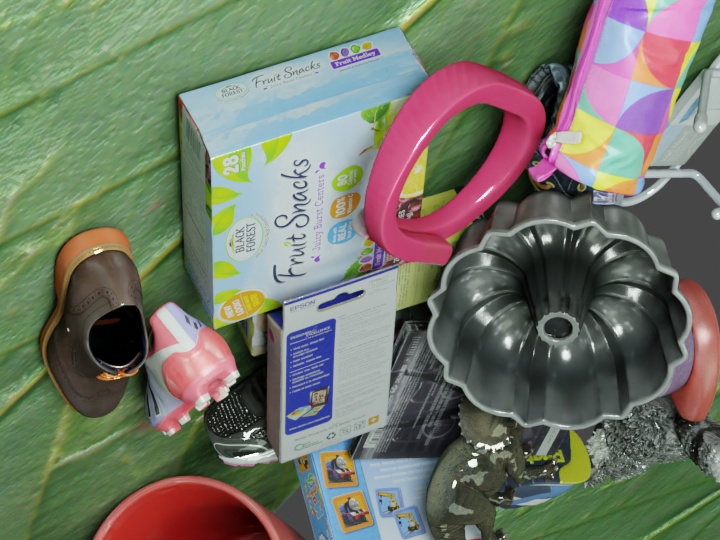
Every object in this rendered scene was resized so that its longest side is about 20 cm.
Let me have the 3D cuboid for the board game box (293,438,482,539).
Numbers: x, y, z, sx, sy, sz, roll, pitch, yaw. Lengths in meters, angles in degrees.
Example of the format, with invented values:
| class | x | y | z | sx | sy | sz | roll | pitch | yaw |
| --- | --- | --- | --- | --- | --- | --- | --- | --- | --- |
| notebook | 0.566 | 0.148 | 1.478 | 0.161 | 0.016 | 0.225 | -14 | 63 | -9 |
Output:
| class | x | y | z | sx | sy | sz | roll | pitch | yaw |
| --- | --- | --- | --- | --- | --- | --- | --- | --- | --- |
| board game box | 0.025 | 0.187 | 1.679 | 0.150 | 0.202 | 0.037 | -6 | 161 | -31 |

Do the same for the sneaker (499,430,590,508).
| class | x | y | z | sx | sy | sz | roll | pitch | yaw |
| --- | --- | --- | --- | --- | --- | --- | --- | --- | --- |
| sneaker | 0.121 | 0.191 | 1.875 | 0.198 | 0.075 | 0.082 | 7 | 151 | -31 |

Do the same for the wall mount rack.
| class | x | y | z | sx | sy | sz | roll | pitch | yaw |
| --- | --- | --- | --- | --- | --- | --- | --- | --- | --- |
| wall mount rack | 0.261 | -0.097 | 1.555 | 0.173 | 0.075 | 0.201 | -6 | 142 | -45 |

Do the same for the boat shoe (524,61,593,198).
| class | x | y | z | sx | sy | sz | roll | pitch | yaw |
| --- | --- | --- | --- | --- | --- | --- | --- | --- | --- |
| boat shoe | 0.147 | -0.084 | 1.514 | 0.090 | 0.071 | 0.201 | -6 | 136 | -28 |

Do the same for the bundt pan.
| class | x | y | z | sx | sy | sz | roll | pitch | yaw |
| --- | --- | --- | --- | --- | --- | --- | --- | --- | --- |
| bundt pan | 0.151 | 0.021 | 1.504 | 0.199 | 0.076 | 0.203 | 4 | 128 | 5 |

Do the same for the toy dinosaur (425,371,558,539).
| class | x | y | z | sx | sy | sz | roll | pitch | yaw |
| --- | --- | --- | --- | --- | --- | --- | --- | --- | --- |
| toy dinosaur | 0.094 | 0.171 | 1.630 | 0.102 | 0.077 | 0.201 | 24 | 107 | -28 |

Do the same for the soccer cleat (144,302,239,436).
| class | x | y | z | sx | sy | sz | roll | pitch | yaw |
| --- | --- | --- | --- | --- | --- | --- | --- | --- | --- |
| soccer cleat | -0.139 | 0.074 | 1.513 | 0.066 | 0.077 | 0.200 | -35 | 178 | -16 |

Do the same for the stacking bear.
| class | x | y | z | sx | sy | sz | roll | pitch | yaw |
| --- | --- | --- | --- | --- | --- | --- | --- | --- | --- |
| stacking bear | 0.204 | 0.071 | 1.742 | 0.198 | 0.122 | 0.114 | -6 | 141 | -18 |

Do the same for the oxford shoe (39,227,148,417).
| class | x | y | z | sx | sy | sz | roll | pitch | yaw |
| --- | --- | --- | --- | --- | --- | --- | --- | --- | --- |
| oxford shoe | -0.191 | 0.058 | 1.452 | 0.071 | 0.073 | 0.201 | -16 | 146 | -18 |

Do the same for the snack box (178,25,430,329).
| class | x | y | z | sx | sy | sz | roll | pitch | yaw |
| --- | --- | --- | --- | --- | --- | --- | --- | --- | --- |
| snack box | -0.040 | -0.062 | 1.399 | 0.167 | 0.068 | 0.201 | -18 | 146 | -17 |

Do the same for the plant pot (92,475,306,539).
| class | x | y | z | sx | sy | sz | roll | pitch | yaw |
| --- | --- | --- | --- | --- | --- | --- | --- | --- | --- |
| plant pot | -0.119 | 0.288 | 1.741 | 0.200 | 0.202 | 0.177 | -34 | 157 | 12 |

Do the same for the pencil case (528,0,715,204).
| class | x | y | z | sx | sy | sz | roll | pitch | yaw |
| --- | --- | --- | --- | --- | --- | --- | --- | --- | --- |
| pencil case | 0.188 | -0.147 | 1.382 | 0.088 | 0.088 | 0.202 | 2 | 117 | -38 |

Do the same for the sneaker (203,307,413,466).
| class | x | y | z | sx | sy | sz | roll | pitch | yaw |
| --- | --- | --- | --- | --- | --- | --- | --- | --- | --- |
| sneaker | -0.043 | 0.074 | 1.598 | 0.199 | 0.080 | 0.087 | -33 | 143 | -13 |

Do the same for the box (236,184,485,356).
| class | x | y | z | sx | sy | sz | roll | pitch | yaw |
| --- | --- | --- | --- | --- | --- | --- | --- | --- | --- |
| box | 0.000 | 0.000 | 1.535 | 0.198 | 0.050 | 0.076 | -19 | 147 | -15 |

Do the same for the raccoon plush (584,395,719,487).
| class | x | y | z | sx | sy | sz | roll | pitch | yaw |
| --- | --- | --- | --- | --- | --- | --- | --- | --- | --- |
| raccoon plush | 0.272 | 0.179 | 1.869 | 0.096 | 0.200 | 0.135 | 5 | 118 | -16 |

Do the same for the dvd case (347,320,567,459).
| class | x | y | z | sx | sy | sz | roll | pitch | yaw |
| --- | --- | --- | --- | --- | --- | --- | --- | --- | --- |
| dvd case | 0.101 | 0.099 | 1.638 | 0.198 | 0.016 | 0.150 | 1 | 132 | -26 |

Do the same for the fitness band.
| class | x | y | z | sx | sy | sz | roll | pitch | yaw |
| --- | --- | --- | --- | --- | --- | --- | --- | --- | --- |
| fitness band | 0.062 | -0.074 | 1.380 | 0.144 | 0.037 | 0.200 | -58 | 157 | 11 |

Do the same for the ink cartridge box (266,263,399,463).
| class | x | y | z | sx | sy | sz | roll | pitch | yaw |
| --- | --- | --- | --- | --- | --- | --- | --- | --- | --- |
| ink cartridge box | -0.023 | 0.064 | 1.501 | 0.094 | 0.037 | 0.201 | -18 | 145 | -18 |
